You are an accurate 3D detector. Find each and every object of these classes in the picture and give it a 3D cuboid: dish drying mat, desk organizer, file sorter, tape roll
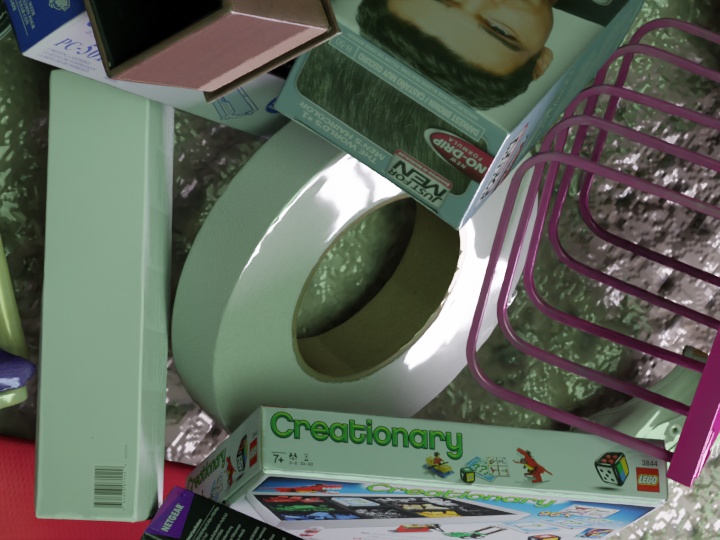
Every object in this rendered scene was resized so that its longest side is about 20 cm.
[{"bbox_3d":[-0.172,0.115,1.409,0.200,0.018,0.077,11,97,-28],"label":"dish drying mat"},{"bbox_3d":[-0.085,-0.177,1.218,0.077,0.072,0.200,3,65,-58],"label":"desk organizer"},{"bbox_3d":[0.145,-0.020,1.408,0.125,0.200,0.139,22,119,11],"label":"file sorter"},{"bbox_3d":[0.000,0.000,1.406,0.203,0.037,0.203,-29,140,-28],"label":"tape roll"}]

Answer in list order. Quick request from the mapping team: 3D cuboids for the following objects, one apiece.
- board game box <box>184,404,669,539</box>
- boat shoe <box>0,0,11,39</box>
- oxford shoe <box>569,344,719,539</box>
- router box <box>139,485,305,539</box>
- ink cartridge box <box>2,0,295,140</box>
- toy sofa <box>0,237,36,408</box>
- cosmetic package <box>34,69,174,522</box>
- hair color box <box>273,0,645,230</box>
[{"bbox_3d":[0.029,0.103,1.398,0.200,0.126,0.035,6,69,-18],"label":"board game box"},{"bbox_3d":[-0.141,-0.189,1.328,0.070,0.066,0.200,28,88,-27],"label":"boat shoe"},{"bbox_3d":[0.118,0.109,1.528,0.200,0.075,0.058,-38,80,-6],"label":"oxford shoe"},{"bbox_3d":[-0.052,0.216,1.383,0.149,0.051,0.200,22,120,6],"label":"router box"},{"bbox_3d":[-0.087,-0.122,1.304,0.044,0.094,0.200,-30,158,24],"label":"ink cartridge box"},{"bbox_3d":[-0.249,0.034,1.309,0.200,0.098,0.083,-18,109,-20],"label":"toy sofa"},{"bbox_3d":[-0.116,0.013,1.346,0.051,0.083,0.200,1,85,6],"label":"cosmetic package"},{"bbox_3d":[0.053,-0.109,1.330,0.099,0.200,0.061,33,128,7],"label":"hair color box"}]
